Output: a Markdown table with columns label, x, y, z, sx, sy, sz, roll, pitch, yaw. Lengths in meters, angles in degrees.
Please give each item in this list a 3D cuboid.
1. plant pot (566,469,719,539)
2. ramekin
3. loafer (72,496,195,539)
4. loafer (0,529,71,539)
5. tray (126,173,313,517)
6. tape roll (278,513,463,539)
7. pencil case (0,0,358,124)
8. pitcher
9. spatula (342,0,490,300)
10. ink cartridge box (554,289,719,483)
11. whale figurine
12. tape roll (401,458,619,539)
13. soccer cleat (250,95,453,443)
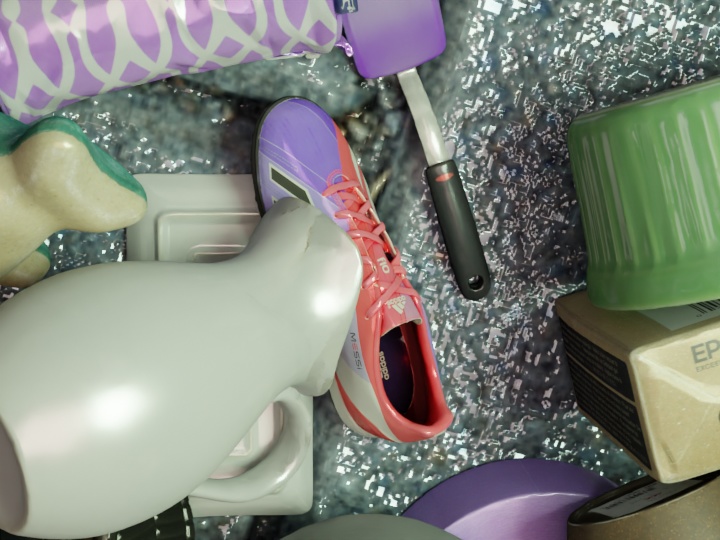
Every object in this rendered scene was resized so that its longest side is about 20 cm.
| label | x | y | z | sx | sy | sz | roll | pitch | yaw |
| --- | --- | --- | --- | --- | --- | --- | --- | --- | --- |
| plant pot | 0.184 | 0.207 | 0.704 | 0.186 | 0.187 | 0.201 | -21 | 87 | -2 |
| ramekin | 0.203 | -0.055 | 0.706 | 0.199 | 0.200 | 0.098 | -16 | 94 | -3 |
| loafer | -0.143 | 0.114 | 0.756 | 0.071 | 0.073 | 0.202 | -9 | 85 | 34 |
| loafer | -0.175 | 0.123 | 0.689 | 0.063 | 0.072 | 0.201 | -20 | 95 | 35 |
| tray | -0.078 | 0.046 | 0.776 | 0.107 | 0.022 | 0.202 | -1 | 100 | -7 |
| tape roll | 0.006 | 0.236 | 0.732 | 0.199 | 0.066 | 0.202 | 0 | 100 | -1 |
| pencil case | -0.104 | -0.134 | 0.715 | 0.199 | 0.084 | 0.086 | -12 | 126 | -3 |
| pitcher | -0.097 | 0.070 | 0.679 | 0.199 | 0.121 | 0.173 | -24 | 128 | -38 |
| spatula | 0.038 | -0.076 | 0.768 | 0.056 | 0.021 | 0.201 | -19 | 102 | -4 |
| ink cartridge box | 0.220 | 0.033 | 0.734 | 0.199 | 0.165 | 0.076 | -17 | 99 | -4 |
| whale figurine | -0.202 | -0.050 | 0.679 | 0.199 | 0.159 | 0.104 | -10 | 59 | 24 |
| tape roll | 0.101 | 0.216 | 0.804 | 0.199 | 0.066 | 0.202 | -1 | 100 | -5 |
| soccer cleat | 0.000 | 0.000 | 0.742 | 0.068 | 0.073 | 0.201 | -25 | 105 | -28 |
